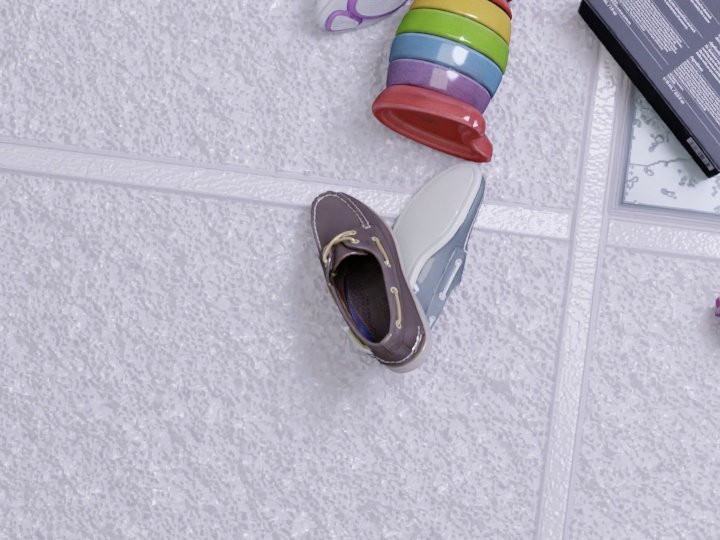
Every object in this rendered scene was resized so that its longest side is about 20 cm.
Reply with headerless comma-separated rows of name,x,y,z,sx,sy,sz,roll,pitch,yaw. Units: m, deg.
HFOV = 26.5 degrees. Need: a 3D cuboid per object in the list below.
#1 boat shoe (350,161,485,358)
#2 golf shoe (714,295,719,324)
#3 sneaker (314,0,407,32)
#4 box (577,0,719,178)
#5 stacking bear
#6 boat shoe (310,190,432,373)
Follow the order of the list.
boat shoe,0.063,-0.005,1.407,0.062,0.073,0.201,35,82,-39
golf shoe,0.414,0.074,1.369,0.092,0.075,0.200,-45,88,-2
sneaker,0.022,-0.308,1.412,0.200,0.075,0.100,-49,56,8
box,0.313,-0.206,1.378,0.141,0.079,0.200,-37,86,4
stacking bear,0.093,-0.218,1.380,0.113,0.121,0.201,18,81,14
boat shoe,0.000,0.000,1.360,0.072,0.059,0.201,-35,56,15
